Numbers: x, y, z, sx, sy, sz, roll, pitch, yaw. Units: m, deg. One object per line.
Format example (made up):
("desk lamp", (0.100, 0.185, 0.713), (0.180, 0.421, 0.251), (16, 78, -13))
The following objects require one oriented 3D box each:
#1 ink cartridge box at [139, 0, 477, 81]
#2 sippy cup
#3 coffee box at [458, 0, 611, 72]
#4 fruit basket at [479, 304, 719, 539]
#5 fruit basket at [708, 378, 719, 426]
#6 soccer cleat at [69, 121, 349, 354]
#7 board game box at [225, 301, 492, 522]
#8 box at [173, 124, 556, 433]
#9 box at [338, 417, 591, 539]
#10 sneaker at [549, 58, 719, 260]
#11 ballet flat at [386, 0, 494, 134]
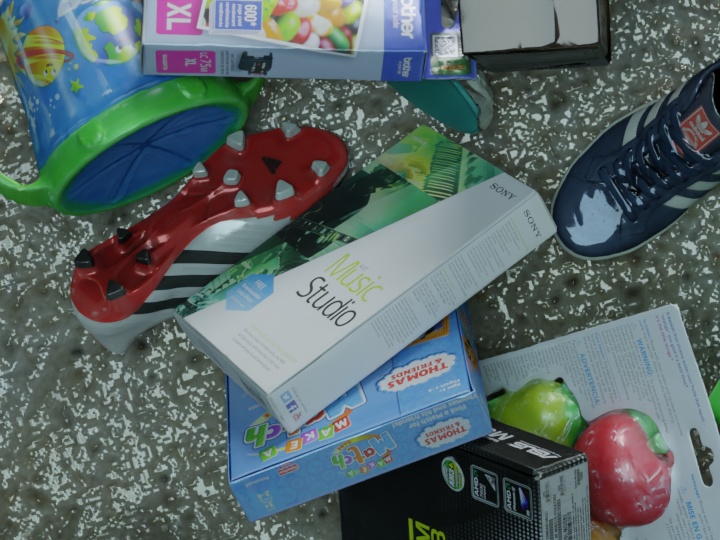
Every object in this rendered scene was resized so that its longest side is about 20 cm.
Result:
("ink cartridge box", (-0.029, -0.172, 1.466), (0.199, 0.042, 0.120), (2, 63, -5))
("sippy cup", (-0.156, -0.123, 1.517), (0.140, 0.177, 0.131), (-41, 72, 43))
("coffee box", (0.102, -0.177, 1.438), (0.079, 0.200, 0.114), (-3, 91, 8))
("fruit basket", (0.138, 0.128, 1.465), (0.199, 0.094, 0.186), (-19, 88, 35))
("fruit basket", (0.327, 0.067, 1.434), (0.214, 0.155, 0.217), (-2, 83, 21))
("soccer cleat", (-0.092, -0.020, 1.541), (0.200, 0.085, 0.069), (-35, 61, -15))
("board game box", (-0.007, 0.053, 1.467), (0.150, 0.200, 0.037), (-21, 120, 8))
("box", (0.000, 0.000, 1.464), (0.200, 0.144, 0.036), (-36, 122, -12))
("box", (0.060, 0.180, 1.451), (0.193, 0.047, 0.201), (17, 117, 48))
("sneaker", (0.196, -0.078, 1.486), (0.200, 0.085, 0.075), (-38, 86, 8))
("ballet flat", (0.011, -0.167, 1.522), (0.200, 0.072, 0.072), (36, 96, 4))
